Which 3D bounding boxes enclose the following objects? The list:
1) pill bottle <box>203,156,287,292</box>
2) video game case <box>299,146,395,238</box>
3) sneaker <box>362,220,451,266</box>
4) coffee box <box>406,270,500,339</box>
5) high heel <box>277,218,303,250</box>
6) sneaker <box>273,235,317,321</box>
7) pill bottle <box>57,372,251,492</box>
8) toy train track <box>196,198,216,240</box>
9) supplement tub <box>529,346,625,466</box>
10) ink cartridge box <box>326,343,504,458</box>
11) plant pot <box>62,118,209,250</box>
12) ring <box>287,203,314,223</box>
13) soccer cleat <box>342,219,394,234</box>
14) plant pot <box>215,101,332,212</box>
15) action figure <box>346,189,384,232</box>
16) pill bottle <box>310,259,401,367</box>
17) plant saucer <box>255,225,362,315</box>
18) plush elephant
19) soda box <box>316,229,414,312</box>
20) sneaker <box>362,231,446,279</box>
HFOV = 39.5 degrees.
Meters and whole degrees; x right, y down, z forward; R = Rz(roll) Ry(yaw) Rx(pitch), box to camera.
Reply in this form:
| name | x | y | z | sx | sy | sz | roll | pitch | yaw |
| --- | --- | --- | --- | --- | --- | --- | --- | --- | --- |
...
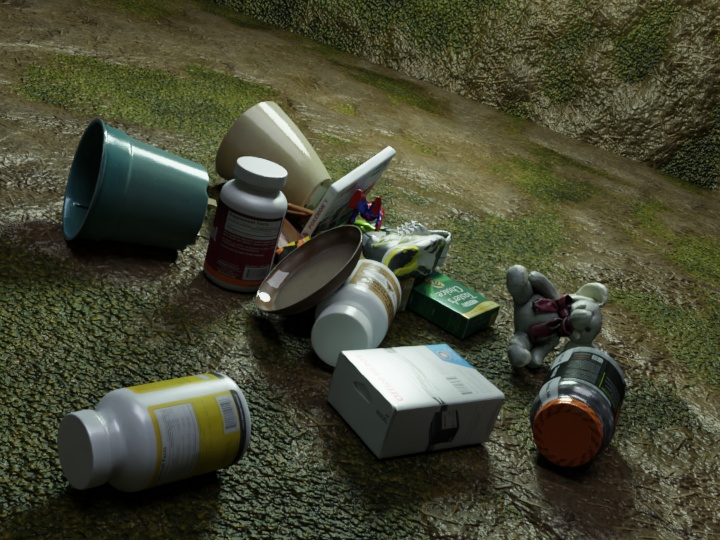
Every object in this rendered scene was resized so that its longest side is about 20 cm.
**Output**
| name | x | y | z | sx | sy | sz | roll | pitch | yaw |
| --- | --- | --- | --- | --- | --- | --- | --- | --- | --- |
| pill bottle | -0.183 | -0.076 | 1.637 | 0.112 | 0.202 | 0.113 | 15 | 22 | -6 |
| video game case | -0.031 | -0.129 | 1.847 | 0.023 | 0.183 | 0.200 | 42 | 43 | 8 |
| sneaker | 0.084 | -0.058 | 1.821 | 0.199 | 0.071 | 0.073 | 7 | 21 | -43 |
| coffee box | 0.138 | 0.047 | 1.793 | 0.199 | 0.044 | 0.122 | 31 | 25 | 29 |
| high heel | -0.127 | -0.060 | 1.769 | 0.199 | 0.097 | 0.067 | 24 | 38 | 24 |
| sneaker | -0.104 | 0.025 | 1.663 | 0.089 | 0.070 | 0.201 | -17 | 38 | 2 |
| pill bottle | -0.229 | 0.182 | 1.119 | 0.199 | 0.113 | 0.112 | -6 | 31 | -44 |
| toy train track | -0.318 | -0.106 | 1.838 | 0.114 | 0.033 | 0.201 | 16 | 27 | -24 |
| supplement tub | 0.317 | 0.200 | 1.467 | 0.122 | 0.124 | 0.200 | 23 | 22 | 14 |
| ink cartridge box | 0.075 | 0.177 | 1.392 | 0.198 | 0.084 | 0.145 | 0 | 28 | -37 |
| plant pot | -0.366 | -0.127 | 1.655 | 0.194 | 0.202 | 0.200 | 13 | 21 | -29 |
| ring | -0.163 | -0.117 | 1.900 | 0.198 | 0.019 | 0.200 | 15 | -3 | 1 |
| soccer cleat | 0.058 | -0.057 | 1.951 | 0.198 | 0.068 | 0.081 | 22 | 22 | 19 |
| plant pot | -0.157 | -0.207 | 2.025 | 0.200 | 0.188 | 0.187 | 39 | 28 | 18 |
| action figure | 0.004 | -0.088 | 1.840 | 0.065 | 0.100 | 0.200 | 22 | 1 | 4 |
| pill bottle | -0.009 | 0.067 | 1.545 | 0.113 | 0.115 | 0.200 | 20 | 23 | 6 |
| plant saucer | -0.074 | 0.005 | 1.554 | 0.032 | 0.199 | 0.201 | 54 | 9 | -24 |
| plush elephant | 0.339 | 0.085 | 1.697 | 0.153 | 0.167 | 0.200 | -2 | -10 | 20 |
| soda box | 0.000 | 0.000 | 1.770 | 0.064 | 0.068 | 0.199 | -7 | 32 | -46 |
| sneaker | 0.078 | -0.039 | 1.731 | 0.084 | 0.075 | 0.199 | 31 | 19 | 26 |
